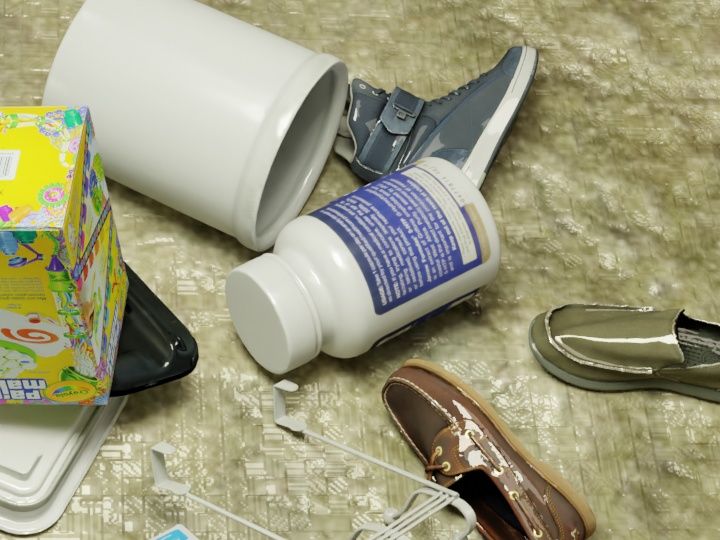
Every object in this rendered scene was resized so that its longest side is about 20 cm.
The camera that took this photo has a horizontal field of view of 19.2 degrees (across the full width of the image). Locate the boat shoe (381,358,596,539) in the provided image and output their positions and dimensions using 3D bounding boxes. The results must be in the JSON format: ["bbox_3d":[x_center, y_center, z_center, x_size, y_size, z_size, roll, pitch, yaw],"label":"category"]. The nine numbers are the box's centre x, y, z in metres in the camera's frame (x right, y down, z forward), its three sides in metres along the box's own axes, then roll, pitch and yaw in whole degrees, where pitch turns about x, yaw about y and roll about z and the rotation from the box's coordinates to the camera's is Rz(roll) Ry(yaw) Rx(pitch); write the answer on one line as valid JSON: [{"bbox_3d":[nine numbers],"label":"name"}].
[{"bbox_3d":[0.087,0.149,1.614,0.200,0.070,0.070,41,53,19],"label":"boat shoe"}]

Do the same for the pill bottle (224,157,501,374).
[{"bbox_3d":[0.000,0.000,1.678,0.200,0.120,0.120,-26,62,-27],"label":"pill bottle"}]

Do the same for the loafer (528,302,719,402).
[{"bbox_3d":[0.236,0.054,1.712,0.200,0.070,0.075,7,53,-5],"label":"loafer"}]

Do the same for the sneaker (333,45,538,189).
[{"bbox_3d":[0.061,-0.143,1.823,0.146,0.077,0.202,26,55,6],"label":"sneaker"}]

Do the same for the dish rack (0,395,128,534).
[{"bbox_3d":[-0.291,0.094,1.606,0.200,0.044,0.172,22,53,7],"label":"dish rack"}]

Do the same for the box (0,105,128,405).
[{"bbox_3d":[-0.284,-0.007,1.517,0.200,0.193,0.122,0,48,5],"label":"box"}]

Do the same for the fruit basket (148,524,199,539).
[{"bbox_3d":[-0.165,0.241,1.445,0.185,0.094,0.200,-27,29,-18],"label":"fruit basket"}]

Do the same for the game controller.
[{"bbox_3d":[-0.213,0.026,1.646,0.104,0.042,0.200,-23,48,-29],"label":"game controller"}]

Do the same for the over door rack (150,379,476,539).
[{"bbox_3d":[-0.036,0.174,1.564,0.200,0.067,0.148,31,37,29],"label":"over door rack"}]

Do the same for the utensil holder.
[{"bbox_3d":[-0.134,-0.133,1.725,0.200,0.170,0.170,26,54,11],"label":"utensil holder"}]
